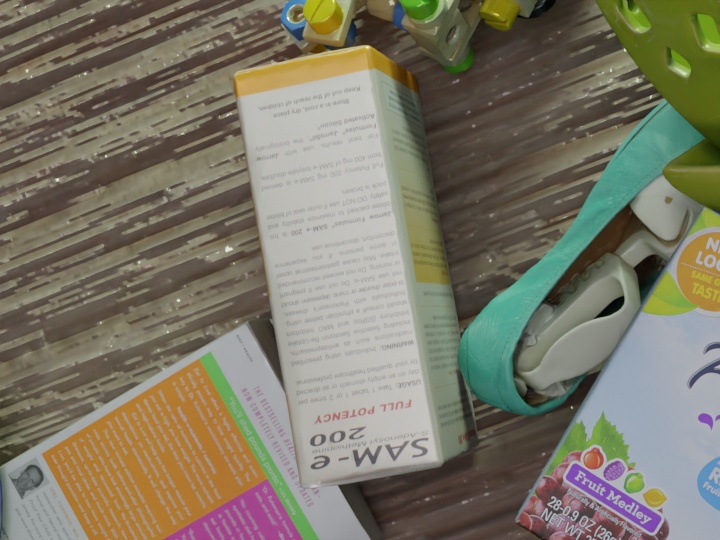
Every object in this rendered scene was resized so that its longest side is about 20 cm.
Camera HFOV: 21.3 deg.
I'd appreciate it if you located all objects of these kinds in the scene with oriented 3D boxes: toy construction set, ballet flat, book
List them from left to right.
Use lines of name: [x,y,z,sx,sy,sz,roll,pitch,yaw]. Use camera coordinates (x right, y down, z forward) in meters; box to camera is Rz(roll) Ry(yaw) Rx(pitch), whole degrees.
book: [-0.105,0.132,1.010,0.199,0.048,0.134,-30,84,13]
toy construction set: [0.047,-0.188,0.962,0.131,0.092,0.201,23,93,28]
ballet flat: [0.132,-0.004,0.938,0.200,0.067,0.070,-48,36,6]

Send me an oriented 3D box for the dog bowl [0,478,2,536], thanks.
dog bowl: [-0.292,0.125,1.014,0.199,0.079,0.201,0,89,25]

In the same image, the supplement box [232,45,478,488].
supplement box: [0.000,0.000,0.946,0.073,0.126,0.201,-10,86,11]

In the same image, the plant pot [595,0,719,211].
plant pot: [0.229,-0.130,0.825,0.199,0.200,0.182,3,117,51]

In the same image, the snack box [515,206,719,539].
snack box: [0.197,0.093,0.859,0.200,0.068,0.169,32,94,9]
